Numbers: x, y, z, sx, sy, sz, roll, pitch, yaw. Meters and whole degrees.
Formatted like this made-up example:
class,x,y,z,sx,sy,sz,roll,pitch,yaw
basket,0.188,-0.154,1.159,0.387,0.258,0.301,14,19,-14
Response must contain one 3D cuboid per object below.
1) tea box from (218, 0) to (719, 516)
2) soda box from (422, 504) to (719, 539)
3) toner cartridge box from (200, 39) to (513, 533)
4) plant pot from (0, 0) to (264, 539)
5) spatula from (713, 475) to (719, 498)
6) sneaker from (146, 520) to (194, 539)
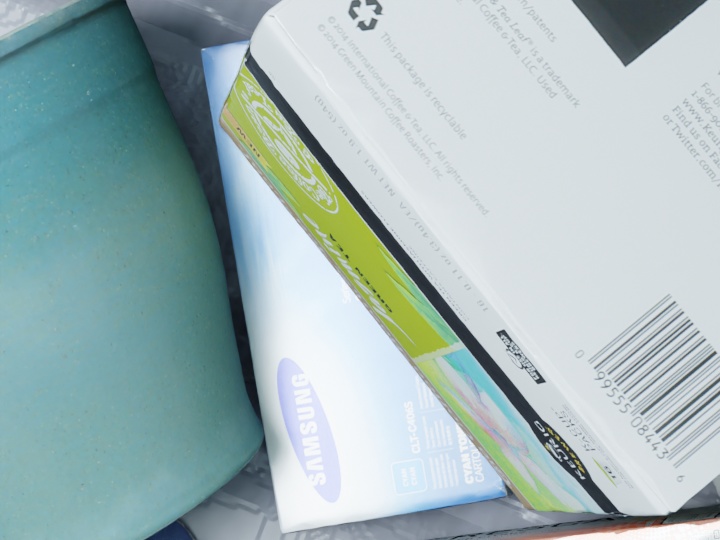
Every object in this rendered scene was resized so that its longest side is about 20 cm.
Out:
class,x,y,z,sx,sy,sz,roll,pitch,yaw
tea box,0.067,-0.030,0.733,0.134,0.197,0.200,-38,90,-9
soda box,0.064,0.136,0.818,0.200,0.064,0.068,-9,87,18
toner cartridge box,0.000,0.000,0.855,0.095,0.043,0.200,-11,87,10
plant pot,-0.137,0.017,0.813,0.200,0.200,0.188,-26,98,9
spatula,0.146,0.079,0.837,0.057,0.021,0.200,-22,84,13
sneaker,-0.095,0.196,0.832,0.081,0.115,0.200,-15,86,11
